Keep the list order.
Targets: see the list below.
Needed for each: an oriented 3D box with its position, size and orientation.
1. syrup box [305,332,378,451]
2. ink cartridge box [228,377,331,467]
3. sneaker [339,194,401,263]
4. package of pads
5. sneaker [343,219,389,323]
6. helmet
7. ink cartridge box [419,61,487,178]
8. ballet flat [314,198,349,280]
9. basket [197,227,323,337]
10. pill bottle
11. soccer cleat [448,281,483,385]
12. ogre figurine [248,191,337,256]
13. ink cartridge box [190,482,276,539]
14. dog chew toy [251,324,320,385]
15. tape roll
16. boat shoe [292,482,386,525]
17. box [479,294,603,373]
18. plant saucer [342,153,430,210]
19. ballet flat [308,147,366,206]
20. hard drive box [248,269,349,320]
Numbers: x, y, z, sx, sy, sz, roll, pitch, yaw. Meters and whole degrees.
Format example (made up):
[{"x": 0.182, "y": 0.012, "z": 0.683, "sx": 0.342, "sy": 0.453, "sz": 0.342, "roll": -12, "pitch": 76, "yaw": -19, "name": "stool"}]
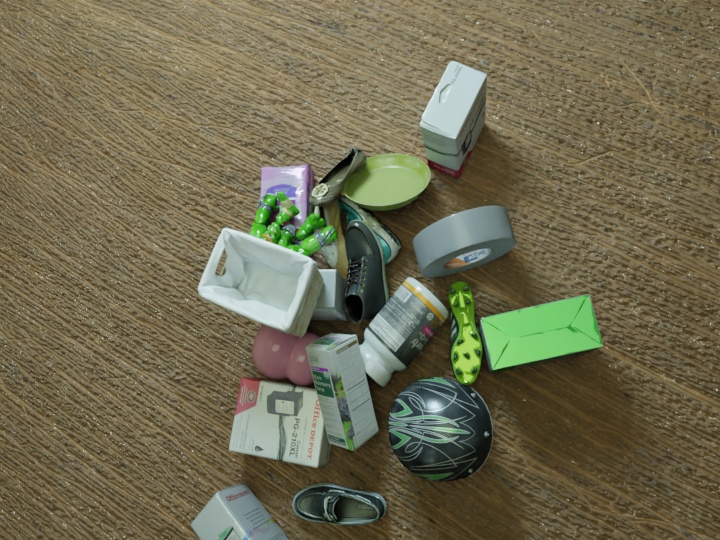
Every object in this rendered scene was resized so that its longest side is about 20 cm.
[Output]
[{"x": -0.035, "y": 0.231, "z": 1.109, "sx": 0.077, "sy": 0.080, "sz": 0.207, "roll": -2, "pitch": 106, "yaw": 47, "name": "syrup box"}, {"x": -0.156, "y": 0.310, "z": 1.181, "sx": 0.193, "sy": 0.084, "sz": 0.150, "roll": 6, "pitch": 80, "yaw": 12, "name": "ink cartridge box"}, {"x": 0.000, "y": -0.093, "z": 1.245, "sx": 0.080, "sy": 0.077, "sz": 0.200, "roll": -48, "pitch": 70, "yaw": 12, "name": "sneaker"}, {"x": -0.167, "y": -0.133, "z": 1.284, "sx": 0.116, "sy": 0.076, "sz": 0.208, "roll": -2, "pitch": 78, "yaw": 14, "name": "package of pads"}, {"x": 0.000, "y": 0.000, "z": 1.174, "sx": 0.073, "sy": 0.105, "sz": 0.207, "roll": -15, "pitch": 93, "yaw": 31, "name": "sneaker"}, {"x": 0.147, "y": 0.294, "z": 1.066, "sx": 0.193, "sy": 0.191, "sz": 0.208, "roll": -3, "pitch": 76, "yaw": 11, "name": "helmet"}, {"x": 0.195, "y": -0.304, "z": 1.181, "sx": 0.082, "sy": 0.200, "sz": 0.149, "roll": 25, "pitch": 83, "yaw": 15, "name": "ink cartridge box"}, {"x": -0.067, "y": -0.073, "z": 1.234, "sx": 0.061, "sy": 0.068, "sz": 0.207, "roll": -12, "pitch": 92, "yaw": -33, "name": "ballet flat"}, {"x": -0.177, "y": 0.027, "z": 1.066, "sx": 0.194, "sy": 0.124, "sz": 0.139, "roll": 20, "pitch": 80, "yaw": 14, "name": "basket"}, {"x": 0.077, "y": 0.125, "z": 1.157, "sx": 0.116, "sy": 0.116, "sz": 0.201, "roll": 40, "pitch": 88, "yaw": 17, "name": "pill bottle"}, {"x": 0.209, "y": 0.125, "z": 1.145, "sx": 0.065, "sy": 0.081, "sz": 0.208, "roll": -5, "pitch": 75, "yaw": 13, "name": "soccer cleat"}, {"x": -0.151, "y": -0.077, "z": 1.181, "sx": 0.197, "sy": 0.098, "sz": 0.121, "roll": 34, "pitch": 72, "yaw": 6, "name": "ogre figurine"}, {"x": -0.217, "y": 0.530, "z": 1.115, "sx": 0.084, "sy": 0.145, "sz": 0.200, "roll": -45, "pitch": 73, "yaw": -1, "name": "ink cartridge box"}, {"x": -0.125, "y": 0.179, "z": 1.190, "sx": 0.194, "sy": 0.125, "sz": 0.128, "roll": 20, "pitch": 82, "yaw": 6, "name": "dog chew toy"}, {"x": 0.203, "y": -0.053, "z": 1.126, "sx": 0.194, "sy": 0.200, "sz": 0.068, "roll": -18, "pitch": 74, "yaw": 7, "name": "tape roll"}, {"x": -0.047, "y": 0.462, "z": 1.132, "sx": 0.193, "sy": 0.071, "sz": 0.075, "roll": -5, "pitch": 77, "yaw": 11, "name": "boat shoe"}, {"x": 0.327, "y": 0.123, "z": 1.074, "sx": 0.193, "sy": 0.177, "sz": 0.100, "roll": -13, "pitch": 75, "yaw": 8, "name": "box"}, {"x": 0.054, "y": -0.185, "z": 1.227, "sx": 0.192, "sy": 0.032, "sz": 0.203, "roll": -6, "pitch": 41, "yaw": 5, "name": "plant saucer"}, {"x": -0.047, "y": -0.202, "z": 1.207, "sx": 0.066, "sy": 0.047, "sz": 0.201, "roll": 17, "pitch": 47, "yaw": 29, "name": "ballet flat"}, {"x": -0.127, "y": 0.054, "z": 1.194, "sx": 0.192, "sy": 0.156, "sz": 0.080, "roll": 0, "pitch": 76, "yaw": 11, "name": "hard drive box"}]
